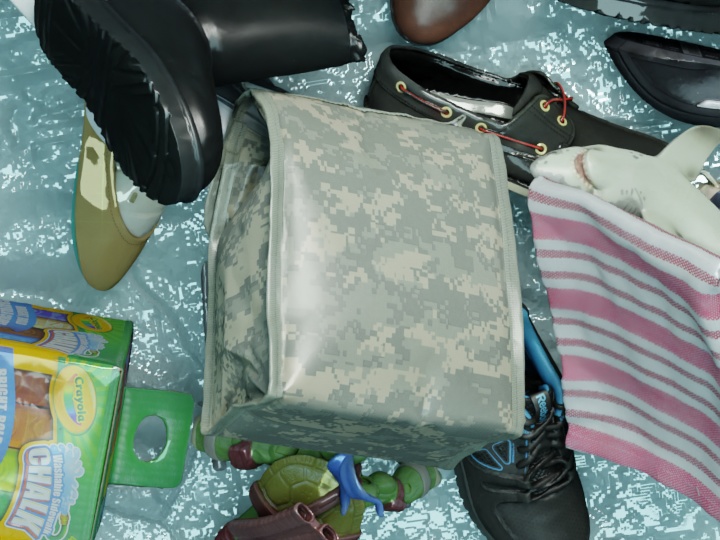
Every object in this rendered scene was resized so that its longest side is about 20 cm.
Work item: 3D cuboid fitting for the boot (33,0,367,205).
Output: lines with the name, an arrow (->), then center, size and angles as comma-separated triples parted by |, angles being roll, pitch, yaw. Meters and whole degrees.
boot -> -0.073, -0.117, 1.387 | 0.162, 0.198, 0.073 | -11, 130, -27

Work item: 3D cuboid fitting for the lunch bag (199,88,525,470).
lunch bag -> 0.000, 0.000, 1.446 | 0.164, 0.118, 0.200 | 9, 71, -24

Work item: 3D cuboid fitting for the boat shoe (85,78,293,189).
boat shoe -> -0.077, -0.091, 1.502 | 0.200, 0.068, 0.072 | 19, 146, -34

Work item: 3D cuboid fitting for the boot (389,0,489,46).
boot -> 0.085, -0.201, 1.449 | 0.068, 0.200, 0.188 | 42, 97, -9

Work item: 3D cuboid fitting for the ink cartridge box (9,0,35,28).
ink cartridge box -> -0.150, -0.249, 1.470 | 0.200, 0.086, 0.148 | -45, 76, 6

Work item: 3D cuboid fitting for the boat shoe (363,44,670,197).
boat shoe -> 0.101, -0.086, 1.534 | 0.201, 0.074, 0.063 | 14, 119, -1

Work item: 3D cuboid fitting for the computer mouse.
computer mouse -> 0.243, -0.097, 1.506 | 0.200, 0.140, 0.046 | 11, 104, -4

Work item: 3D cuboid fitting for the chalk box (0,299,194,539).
chalk box -> -0.204, 0.092, 1.540 | 0.200, 0.124, 0.125 | 9, 101, -3

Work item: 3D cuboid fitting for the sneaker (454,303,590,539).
sneaker -> 0.096, 0.102, 1.564 | 0.073, 0.082, 0.200 | -29, 104, -22

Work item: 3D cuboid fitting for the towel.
towel -> 0.163, 0.050, 1.444 | 0.030, 0.146, 0.200 | -36, 132, -28

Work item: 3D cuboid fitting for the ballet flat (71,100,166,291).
ballet flat -> -0.137, -0.083, 1.530 | 0.063, 0.069, 0.200 | 8, 103, 27

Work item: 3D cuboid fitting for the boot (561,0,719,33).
boot -> 0.220, -0.224, 1.506 | 0.198, 0.073, 0.163 | 6, 104, -10

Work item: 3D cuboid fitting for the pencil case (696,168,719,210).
pencil case -> 0.209, 0.038, 1.564 | 0.089, 0.078, 0.200 | 26, 100, 6

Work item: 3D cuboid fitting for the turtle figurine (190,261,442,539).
turtle figurine -> -0.032, 0.129, 1.578 | 0.144, 0.200, 0.194 | 2, 129, -31

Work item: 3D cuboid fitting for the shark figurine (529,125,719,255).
shark figurine -> 0.194, 0.005, 1.501 | 0.128, 0.089, 0.215 | -34, 84, -38
